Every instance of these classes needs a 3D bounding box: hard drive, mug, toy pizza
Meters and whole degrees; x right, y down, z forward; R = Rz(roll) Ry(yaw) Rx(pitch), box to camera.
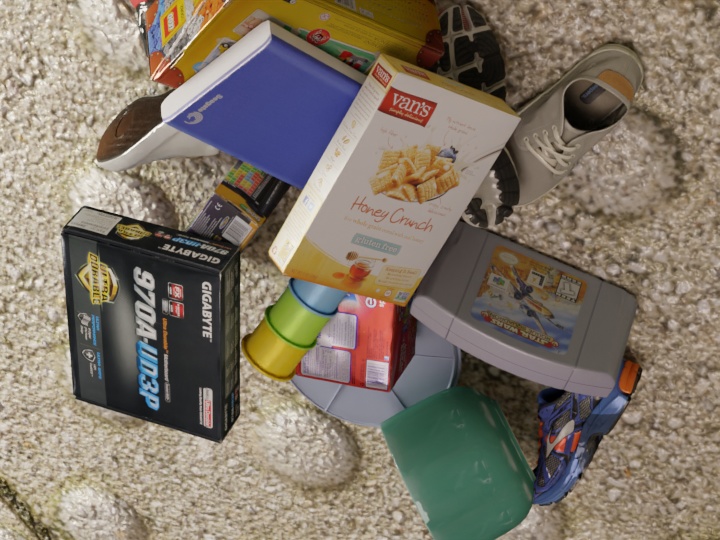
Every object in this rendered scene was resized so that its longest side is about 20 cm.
[{"bbox_3d":[-0.048,-0.126,1.426,0.132,0.026,0.199,-32,141,33],"label":"hard drive"},{"bbox_3d":[0.099,0.183,1.687,0.114,0.185,0.153,-27,124,3],"label":"mug"},{"bbox_3d":[0.006,0.072,1.723,0.198,0.032,0.202,8,124,12],"label":"toy pizza"}]

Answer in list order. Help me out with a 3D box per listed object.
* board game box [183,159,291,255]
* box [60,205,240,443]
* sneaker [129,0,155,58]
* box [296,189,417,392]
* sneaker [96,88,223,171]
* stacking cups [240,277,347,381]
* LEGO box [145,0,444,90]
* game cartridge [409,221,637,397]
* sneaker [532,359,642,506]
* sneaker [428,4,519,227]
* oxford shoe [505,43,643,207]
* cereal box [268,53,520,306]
[{"bbox_3d":[-0.127,-0.040,1.602,0.057,0.166,0.200,36,129,-5],"label":"board game box"},{"bbox_3d":[-0.188,0.050,1.555,0.158,0.046,0.201,15,128,15],"label":"box"},{"bbox_3d":[-0.113,-0.220,1.506,0.199,0.071,0.099,-1,91,24],"label":"sneaker"},{"bbox_3d":[0.000,0.000,1.604,0.099,0.096,0.202,9,113,15],"label":"box"},{"bbox_3d":[-0.169,-0.126,1.617,0.199,0.073,0.084,-18,139,42],"label":"sneaker"},{"bbox_3d":[-0.029,0.012,1.535,0.060,0.061,0.200,36,115,-8],"label":"stacking cups"},{"bbox_3d":[-0.054,-0.196,1.414,0.199,0.078,0.149,17,140,-35],"label":"LEGO box"},{"bbox_3d":[0.151,0.038,1.578,0.199,0.134,0.042,23,130,2],"label":"game cartridge"},{"bbox_3d":[0.205,0.151,1.693,0.078,0.075,0.201,31,123,7],"label":"sneaker"},{"bbox_3d":[0.084,-0.136,1.514,0.076,0.085,0.202,-15,110,-18],"label":"sneaker"},{"bbox_3d":[0.173,-0.119,1.501,0.075,0.058,0.200,34,132,-11],"label":"oxford shoe"},{"bbox_3d":[0.029,-0.071,1.434,0.143,0.040,0.201,14,116,-38],"label":"cereal box"}]
